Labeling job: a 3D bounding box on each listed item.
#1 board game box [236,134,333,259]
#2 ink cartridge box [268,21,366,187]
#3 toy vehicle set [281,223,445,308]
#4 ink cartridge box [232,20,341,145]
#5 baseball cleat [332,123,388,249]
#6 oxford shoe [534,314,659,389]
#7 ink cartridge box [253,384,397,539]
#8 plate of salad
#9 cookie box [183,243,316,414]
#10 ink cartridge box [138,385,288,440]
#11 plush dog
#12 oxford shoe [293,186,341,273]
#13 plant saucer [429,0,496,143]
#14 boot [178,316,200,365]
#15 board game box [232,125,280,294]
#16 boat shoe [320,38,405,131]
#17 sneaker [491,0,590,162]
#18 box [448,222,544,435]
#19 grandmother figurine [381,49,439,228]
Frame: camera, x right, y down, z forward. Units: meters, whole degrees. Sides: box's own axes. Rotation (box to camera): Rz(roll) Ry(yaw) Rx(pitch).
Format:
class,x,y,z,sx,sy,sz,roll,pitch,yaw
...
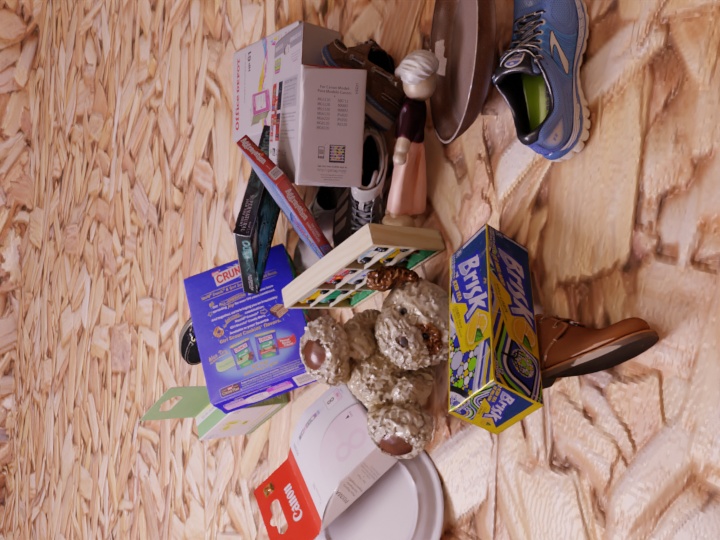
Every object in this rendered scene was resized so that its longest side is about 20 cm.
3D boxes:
class,x,y,z,sx,sy,sz,roll,pitch,yaw
board game box,-0.085,-0.078,0.904,0.019,0.201,0.103,-38,53,-6
ink cartridge box,-0.058,-0.201,0.886,0.200,0.081,0.181,-147,59,-70
toy vehicle set,0.000,0.000,0.904,0.199,0.122,0.027,-35,63,45
ink cartridge box,-0.119,-0.278,1.095,0.197,0.083,0.149,-1,88,52
baseball cleat,-0.002,-0.084,0.918,0.107,0.067,0.206,-91,3,-74
oxford shoe,0.197,0.072,0.699,0.198,0.070,0.073,-27,63,49
ink cartridge box,-0.061,0.255,0.918,0.198,0.058,0.163,-39,29,-4
plate of salad,0.020,0.308,0.901,0.195,0.048,0.205,-14,60,25
cookie box,-0.159,0.086,1.065,0.076,0.167,0.205,74,178,-67
ink cartridge box,-0.233,0.226,1.127,0.145,0.196,0.049,-42,59,42
plush dog,0.051,0.092,0.854,0.200,0.160,0.172,46,111,8
oxford shoe,-0.058,-0.073,1.033,0.201,0.057,0.076,-52,53,38
plant saucer,0.112,-0.246,0.787,0.200,0.031,0.207,-179,90,-81
boot,-0.255,0.145,1.259,0.205,0.072,0.156,-54,52,35
board game box,-0.143,-0.089,1.028,0.137,0.027,0.204,93,-175,-56
boat shoe,0.011,-0.265,0.951,0.073,0.072,0.202,-46,48,17
sneaker,0.180,-0.217,0.713,0.078,0.087,0.207,-14,78,48
box,0.133,0.053,0.715,0.070,0.063,0.204,-45,27,40
grandmother figurine,0.062,-0.160,0.856,0.122,0.059,0.206,-91,7,-66
